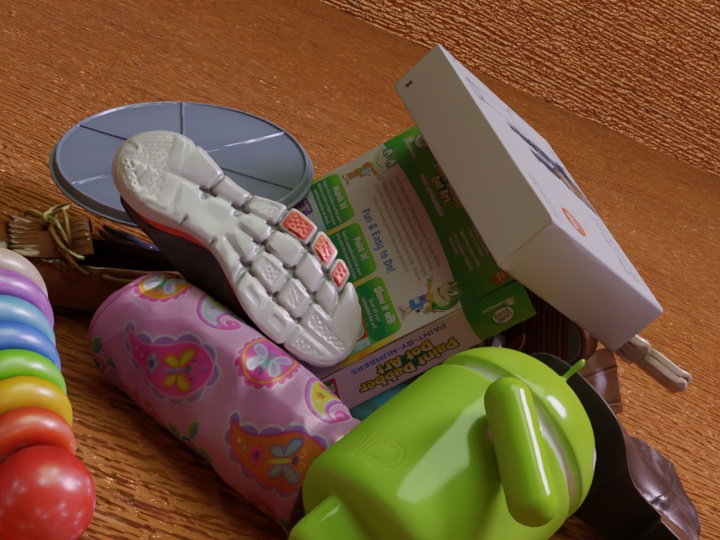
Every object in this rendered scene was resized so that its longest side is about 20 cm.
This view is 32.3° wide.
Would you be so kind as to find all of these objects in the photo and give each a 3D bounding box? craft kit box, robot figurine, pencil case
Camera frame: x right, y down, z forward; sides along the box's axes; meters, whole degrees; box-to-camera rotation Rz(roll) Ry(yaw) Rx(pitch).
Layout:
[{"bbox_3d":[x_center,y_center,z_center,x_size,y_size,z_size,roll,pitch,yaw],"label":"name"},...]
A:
[{"bbox_3d":[0.000,0.000,0.893,0.049,0.197,0.200,55,9,-41],"label":"craft kit box"},{"bbox_3d":[0.049,0.120,0.691,0.200,0.176,0.116,-35,75,-30],"label":"robot figurine"},{"bbox_3d":[-0.082,0.080,0.777,0.200,0.088,0.087,33,20,28],"label":"pencil case"}]

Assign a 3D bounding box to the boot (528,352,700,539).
[{"bbox_3d":[0.175,0.129,0.863,0.187,0.064,0.200,58,15,5],"label":"boot"}]

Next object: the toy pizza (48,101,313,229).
[{"bbox_3d":[-0.136,-0.074,0.951,0.199,0.032,0.201,5,33,-3],"label":"toy pizza"}]

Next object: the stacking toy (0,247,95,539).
[{"bbox_3d":[-0.191,0.071,0.675,0.085,0.086,0.200,11,27,-35],"label":"stacking toy"}]

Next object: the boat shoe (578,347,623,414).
[{"bbox_3d":[0.146,0.115,0.992,0.200,0.072,0.069,-14,82,-52],"label":"boat shoe"}]

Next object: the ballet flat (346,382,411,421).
[{"bbox_3d":[0.078,0.128,0.865,0.199,0.068,0.070,18,12,-24],"label":"ballet flat"}]

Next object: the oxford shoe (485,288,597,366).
[{"bbox_3d":[0.133,0.031,1.009,0.074,0.071,0.200,-4,16,-30],"label":"oxford shoe"}]

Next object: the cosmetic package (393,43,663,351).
[{"bbox_3d":[0.115,-0.053,0.874,0.151,0.052,0.200,30,25,-42],"label":"cosmetic package"}]

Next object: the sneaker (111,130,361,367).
[{"bbox_3d":[-0.082,-0.010,0.829,0.200,0.082,0.077,44,65,3],"label":"sneaker"}]

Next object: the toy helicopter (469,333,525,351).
[{"bbox_3d":[0.075,0.061,0.913,0.132,0.079,0.200,27,8,-30],"label":"toy helicopter"}]

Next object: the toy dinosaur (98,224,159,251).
[{"bbox_3d":[-0.105,-0.021,1.029,0.199,0.105,0.182,31,35,-16],"label":"toy dinosaur"}]

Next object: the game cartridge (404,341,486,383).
[{"bbox_3d":[0.046,0.071,1.039,0.199,0.041,0.133,6,22,-44],"label":"game cartridge"}]

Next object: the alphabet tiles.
[{"bbox_3d":[0.180,0.031,1.006,0.200,0.015,0.196,39,0,12],"label":"alphabet tiles"}]

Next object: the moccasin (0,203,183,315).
[{"bbox_3d":[-0.203,-0.011,0.876,0.201,0.078,0.074,20,19,-14],"label":"moccasin"}]
